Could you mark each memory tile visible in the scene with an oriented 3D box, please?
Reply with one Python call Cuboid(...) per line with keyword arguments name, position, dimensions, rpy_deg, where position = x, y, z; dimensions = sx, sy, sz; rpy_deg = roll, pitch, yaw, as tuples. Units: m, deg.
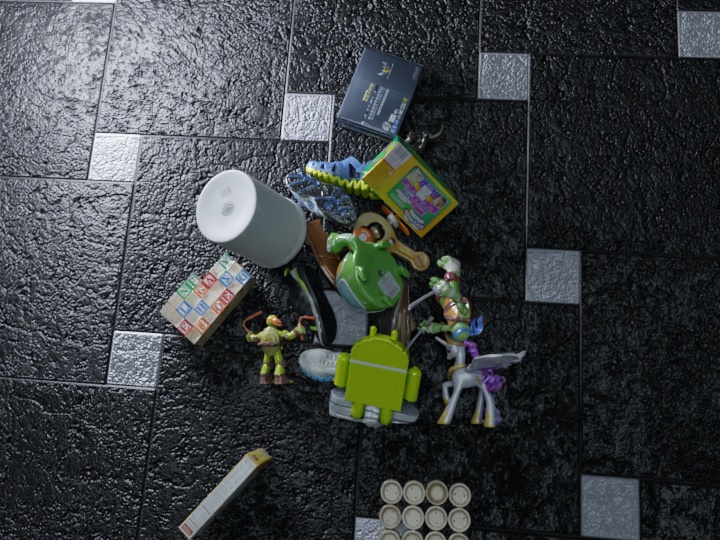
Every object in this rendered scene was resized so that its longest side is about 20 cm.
Cuboid(name="memory tile", position=(0.137, 0.527, 1.340), dimensions=(0.197, 0.017, 0.156), rpy_deg=(1, 79, 5))

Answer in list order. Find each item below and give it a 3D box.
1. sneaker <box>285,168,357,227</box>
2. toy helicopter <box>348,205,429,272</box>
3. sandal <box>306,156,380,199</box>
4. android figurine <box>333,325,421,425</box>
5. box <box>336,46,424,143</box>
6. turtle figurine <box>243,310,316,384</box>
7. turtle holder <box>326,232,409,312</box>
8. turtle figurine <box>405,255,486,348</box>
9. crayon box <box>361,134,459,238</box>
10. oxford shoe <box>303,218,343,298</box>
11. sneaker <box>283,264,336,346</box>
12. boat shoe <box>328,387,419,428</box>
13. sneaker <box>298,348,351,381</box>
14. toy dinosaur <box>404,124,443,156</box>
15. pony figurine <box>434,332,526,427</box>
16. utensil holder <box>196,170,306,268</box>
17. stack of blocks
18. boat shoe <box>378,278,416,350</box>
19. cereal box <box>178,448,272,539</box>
Cuboid(name="sneaker", position=(-0.084, -0.162, 1.453), dimensions=(0.199, 0.077, 0.076), rpy_deg=(37, 76, 19))
Cuboid(name="toy helicopter", position=(0.076, -0.067, 1.448), dimensions=(0.198, 0.079, 0.133), rpy_deg=(30, 73, -1))
Cuboid(name="sandal", position=(-0.030, -0.229, 1.479), dimensions=(0.197, 0.080, 0.088), rpy_deg=(13, 76, -2))
Cuboid(name="android figurine", position=(0.035, 0.216, 1.298), dimensions=(0.179, 0.041, 0.203), rpy_deg=(8, 102, 8))
Cuboid(name="box", position=(0.049, -0.423, 1.521), dimensions=(0.156, 0.051, 0.202), rpy_deg=(21, 81, 9))
Cuboid(name="turtle figurine", position=(-0.185, 0.168, 1.390), dimensions=(0.197, 0.064, 0.164), rpy_deg=(-6, 86, 25))
Cuboid(name="turtle holder", position=(0.000, 0.011, 1.359), dimensions=(0.184, 0.131, 0.143), rpy_deg=(30, 57, -29))
Cuboid(name="turtle figurine", position=(0.159, 0.064, 1.335), dimensions=(0.197, 0.145, 0.195), rpy_deg=(-12, 38, 13))
Cuboid(name="crayon box", position=(0.112, -0.185, 1.404), dimensions=(0.200, 0.058, 0.119), rpy_deg=(43, 111, -16))
Cuboid(name="oxford shoe", position=(-0.072, -0.032, 1.443), dimensions=(0.071, 0.071, 0.202), rpy_deg=(-27, 77, -6))
Cuboid(name="sneaker", position=(-0.119, 0.084, 1.434), dimensions=(0.082, 0.071, 0.202), rpy_deg=(-27, 76, 23))
Cuboid(name="boat shoe", position=(0.027, 0.308, 1.373), dimensions=(0.197, 0.074, 0.066), rpy_deg=(13, 108, 8))
Cuboid(name="sneaker", position=(-0.042, 0.203, 1.371), dimensions=(0.197, 0.087, 0.076), rpy_deg=(12, 53, 10))
Cuboid(name="toy dinosaur", position=(0.117, -0.277, 1.470), dimensions=(0.076, 0.102, 0.201), rpy_deg=(34, 74, 3))
Cuboid(name="pony figurine", position=(0.250, 0.225, 1.333), dimensions=(0.190, 0.166, 0.203), rpy_deg=(-1, 82, 20))
Cuboid(name="utensil holder", position=(-0.238, -0.109, 1.379), dimensions=(0.168, 0.200, 0.173), rpy_deg=(-6, 75, 23))
Cuboid(name="stack of blocks", position=(-0.349, 0.059, 1.448), dimensions=(0.115, 0.059, 0.201), rpy_deg=(39, 84, 11))
Cuboid(name="boat shoe", position=(0.085, 0.119, 1.406), dimensions=(0.071, 0.075, 0.203), rpy_deg=(21, 69, -26))
Cuboid(name="cereal box", position=(-0.279, 0.464, 1.318), dimensions=(0.039, 0.144, 0.200), rpy_deg=(42, 85, 10))
